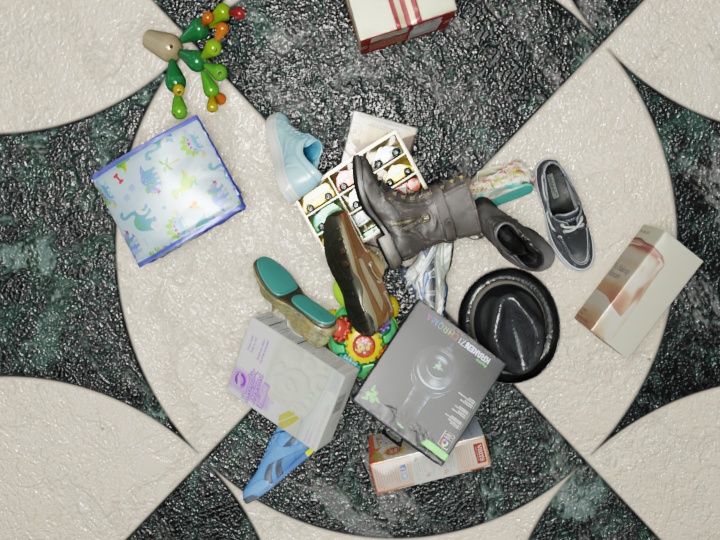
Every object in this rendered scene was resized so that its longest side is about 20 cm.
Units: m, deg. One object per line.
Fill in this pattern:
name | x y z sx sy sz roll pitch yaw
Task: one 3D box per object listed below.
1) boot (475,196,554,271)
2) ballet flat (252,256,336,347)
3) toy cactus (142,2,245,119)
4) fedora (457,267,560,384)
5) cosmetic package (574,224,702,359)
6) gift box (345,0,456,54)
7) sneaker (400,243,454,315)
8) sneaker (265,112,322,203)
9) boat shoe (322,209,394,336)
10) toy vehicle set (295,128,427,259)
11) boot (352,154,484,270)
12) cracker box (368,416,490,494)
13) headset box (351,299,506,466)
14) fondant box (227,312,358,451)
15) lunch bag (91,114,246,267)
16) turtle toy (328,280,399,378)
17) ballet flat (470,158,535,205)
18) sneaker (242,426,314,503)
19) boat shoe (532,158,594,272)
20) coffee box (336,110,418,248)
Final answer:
boot | 0.262 -0.032 1.269 0.197 0.132 0.070 28 105 -27
ballet flat | -0.119 0.057 1.315 0.199 0.070 0.071 39 98 27
toy cactus | -0.279 -0.353 1.286 0.162 0.102 0.204 25 100 16
fedora | 0.258 0.101 1.329 0.195 0.092 0.206 0 98 0
cosmetic package | 0.461 0.034 1.315 0.087 0.103 0.202 36 95 -5
gift box | 0.053 -0.461 1.207 0.180 0.200 0.191 -17 96 -2
sneaker | 0.109 0.026 1.339 0.083 0.077 0.206 8 91 9
sneaker | -0.098 -0.191 1.256 0.081 0.203 0.074 -25 140 10
boat shoe | 0.000 0.000 1.236 0.073 0.075 0.204 -26 109 -28
toy vehicle set | 0.003 -0.117 1.253 0.197 0.027 0.126 -32 98 4
boot | 0.089 -0.113 1.216 0.171 0.069 0.204 -25 102 -2
cracker box | 0.114 0.306 1.337 0.195 0.134 0.059 -15 98 3
headset box | 0.100 0.182 1.237 0.173 0.093 0.202 36 81 3
fondant box | -0.116 0.183 1.314 0.197 0.058 0.147 29 109 22
lunch bag | -0.305 -0.131 1.286 0.197 0.128 0.173 -28 96 14
turtle toy | 0.001 0.095 1.326 0.142 0.101 0.205 -13 98 2
ballet flat | 0.196 -0.132 1.321 0.195 0.076 0.065 -19 66 -2
sneaker | -0.142 0.324 1.382 0.200 0.066 0.079 -43 84 5
boat shoe | 0.346 -0.090 1.316 0.070 0.068 0.204 -19 97 3
coffee box | 0.016 -0.150 1.304 0.110 0.080 0.205 14 98 -3
